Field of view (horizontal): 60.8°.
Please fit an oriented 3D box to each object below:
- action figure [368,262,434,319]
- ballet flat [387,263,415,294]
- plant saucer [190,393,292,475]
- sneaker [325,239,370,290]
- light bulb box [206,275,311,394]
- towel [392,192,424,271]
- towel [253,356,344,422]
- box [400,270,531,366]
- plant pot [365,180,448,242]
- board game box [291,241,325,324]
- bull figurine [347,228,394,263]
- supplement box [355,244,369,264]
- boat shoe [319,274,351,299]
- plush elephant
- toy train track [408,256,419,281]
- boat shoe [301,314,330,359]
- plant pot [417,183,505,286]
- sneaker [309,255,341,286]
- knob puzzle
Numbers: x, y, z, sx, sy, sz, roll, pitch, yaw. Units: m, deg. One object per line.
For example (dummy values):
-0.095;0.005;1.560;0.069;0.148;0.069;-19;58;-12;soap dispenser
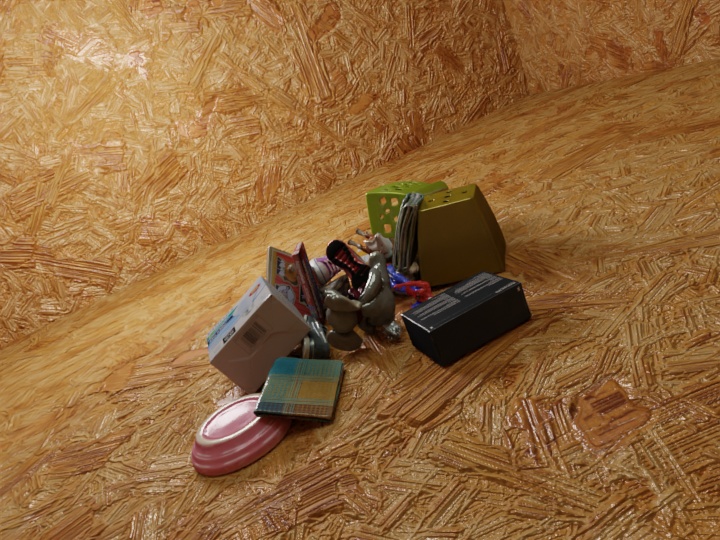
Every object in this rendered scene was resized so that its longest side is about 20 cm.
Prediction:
0.082;0.044;1.390;0.199;0.066;0.099;25;41;36;action figure
0.071;0.012;1.544;0.071;0.073;0.199;-28;17;-19;ballet flat
-0.225;0.291;1.130;0.198;0.051;0.201;-22;17;7;plant saucer
0.000;0.000;1.548;0.074;0.201;0.087;-44;-17;13;sneaker
-0.234;0.140;1.380;0.199;0.125;0.200;-48;20;-4;light bulb box
0.119;-0.098;1.514;0.047;0.174;0.200;10;15;10;towel
-0.111;0.222;1.158;0.144;0.022;0.200;3;20;3;towel
0.197;0.085;1.158;0.198;0.080;0.141;-26;14;-12;box
0.150;-0.147;1.713;0.180;0.202;0.199;-2;15;37;plant pot
-0.126;0.039;1.516;0.019;0.203;0.103;-14;17;7;board game box
0.043;-0.060;1.550;0.120;0.066;0.200;26;-2;20;bull figurine
0.020;-0.017;1.736;0.068;0.067;0.200;-17;18;12;supplement box
-0.058;0.062;1.589;0.074;0.074;0.200;-28;2;11;boat shoe
-0.011;0.079;1.305;0.152;0.167;0.201;-1;37;-15;plush elephant
0.137;-0.003;1.595;0.113;0.033;0.200;-19;18;13;toy train track
-0.103;0.154;1.395;0.061;0.074;0.200;3;13;-7;boat shoe
0.231;-0.096;1.476;0.197;0.179;0.200;-13;19;19;plant pot
-0.068;-0.023;1.624;0.113;0.073;0.201;-28;6;7;sneaker
-0.154;0.044;1.578;0.030;0.221;0.220;-28;9;40;knob puzzle
